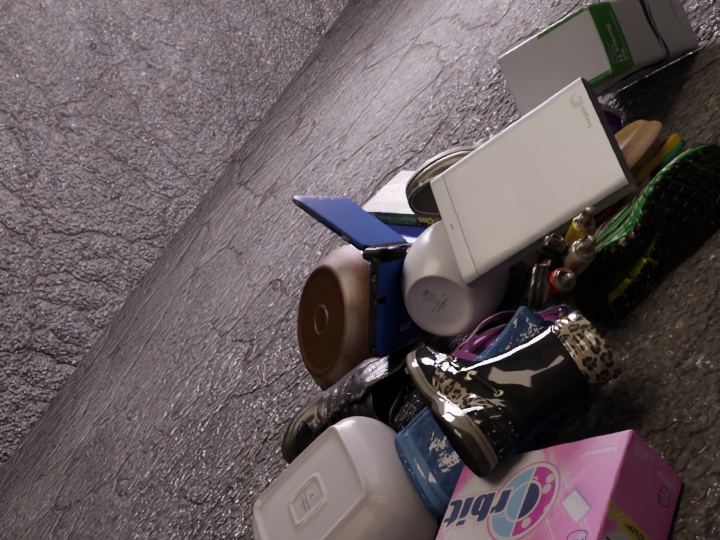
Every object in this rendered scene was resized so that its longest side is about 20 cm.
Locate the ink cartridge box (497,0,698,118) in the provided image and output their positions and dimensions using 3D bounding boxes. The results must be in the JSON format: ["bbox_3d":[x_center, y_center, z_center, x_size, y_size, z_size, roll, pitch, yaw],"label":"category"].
[{"bbox_3d":[0.286,-0.260,1.223,0.199,0.084,0.146,-22,-2,-39],"label":"ink cartridge box"}]

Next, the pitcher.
[{"bbox_3d":[0.111,0.005,1.212,0.172,0.120,0.200,-60,-3,38],"label":"pitcher"}]

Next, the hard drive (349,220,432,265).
[{"bbox_3d":[0.080,-0.053,1.388,0.198,0.026,0.132,-17,30,18],"label":"hard drive"}]

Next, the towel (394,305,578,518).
[{"bbox_3d":[0.122,0.134,0.973,0.200,0.048,0.112,-45,37,10],"label":"towel"}]

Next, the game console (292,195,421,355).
[{"bbox_3d":[0.000,0.000,1.219,0.117,0.173,0.200,3,5,18],"label":"game console"}]

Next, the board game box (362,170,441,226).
[{"bbox_3d":[0.098,-0.099,1.397,0.199,0.024,0.105,8,41,48],"label":"board game box"}]

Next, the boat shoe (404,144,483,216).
[{"bbox_3d":[0.139,-0.098,1.134,0.200,0.072,0.061,-15,35,21],"label":"boat shoe"}]

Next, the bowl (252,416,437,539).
[{"bbox_3d":[-0.032,0.249,1.037,0.200,0.075,0.200,-45,29,7],"label":"bowl"}]

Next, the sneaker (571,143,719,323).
[{"bbox_3d":[0.271,-0.047,0.982,0.200,0.078,0.085,-45,18,11],"label":"sneaker"}]

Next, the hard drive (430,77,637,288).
[{"bbox_3d":[0.170,-0.087,1.047,0.199,0.027,0.133,-33,58,28],"label":"hard drive"}]

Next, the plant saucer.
[{"bbox_3d":[-0.038,0.067,1.346,0.200,0.036,0.203,-11,77,61],"label":"plant saucer"}]

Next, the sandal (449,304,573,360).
[{"bbox_3d":[0.142,0.074,1.074,0.202,0.050,0.083,-30,26,39],"label":"sandal"}]

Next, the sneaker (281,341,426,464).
[{"bbox_3d":[-0.003,0.154,1.158,0.199,0.060,0.104,-42,14,-10],"label":"sneaker"}]

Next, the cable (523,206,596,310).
[{"bbox_3d":[0.187,0.013,0.992,0.200,0.050,0.098,82,-149,-70],"label":"cable"}]

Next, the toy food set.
[{"bbox_3d":[0.251,-0.085,1.099,0.200,0.049,0.198,-43,2,-9],"label":"toy food set"}]

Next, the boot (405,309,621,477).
[{"bbox_3d":[0.130,0.090,0.909,0.153,0.074,0.204,-33,18,-2],"label":"boot"}]

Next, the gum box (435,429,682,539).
[{"bbox_3d":[0.140,0.204,0.798,0.199,0.066,0.114,-27,27,49],"label":"gum box"}]

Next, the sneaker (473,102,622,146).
[{"bbox_3d":[0.226,-0.130,1.214,0.198,0.081,0.084,-23,53,-7],"label":"sneaker"}]
